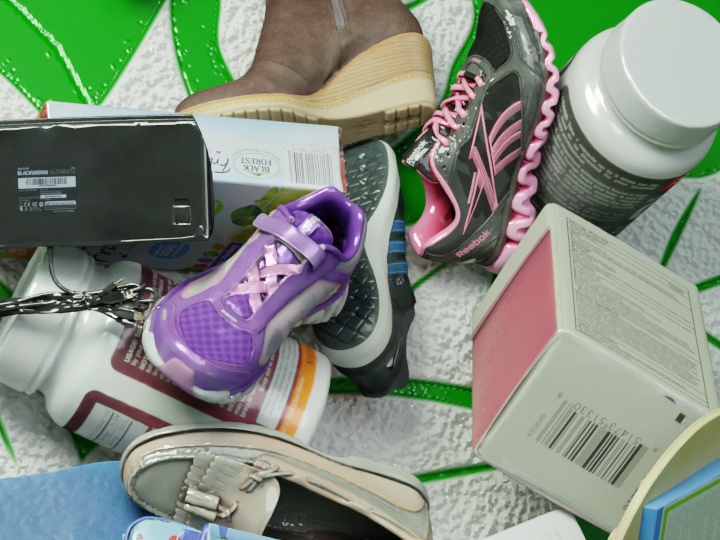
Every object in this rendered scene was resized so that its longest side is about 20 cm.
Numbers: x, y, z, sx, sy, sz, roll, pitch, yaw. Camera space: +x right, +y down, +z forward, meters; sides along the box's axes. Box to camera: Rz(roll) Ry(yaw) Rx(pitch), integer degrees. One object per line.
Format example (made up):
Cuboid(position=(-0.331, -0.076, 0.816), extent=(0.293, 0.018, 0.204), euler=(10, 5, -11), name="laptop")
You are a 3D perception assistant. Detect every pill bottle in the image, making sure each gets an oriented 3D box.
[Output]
Cuboid(position=(-0.129, 0.064, 1.594), extent=(0.199, 0.114, 0.115), euler=(27, 59, -12), name="pill bottle")
Cuboid(position=(0.178, -0.099, 1.756), extent=(0.113, 0.200, 0.115), euler=(9, 64, -20), name="pill bottle")

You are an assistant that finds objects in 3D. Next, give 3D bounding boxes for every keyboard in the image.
Cuboid(position=(-0.186, -0.028, 1.518), extent=(0.198, 0.021, 0.128), euler=(-2, 89, 6), name="keyboard")

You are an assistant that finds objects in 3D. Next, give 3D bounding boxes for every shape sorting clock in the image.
Cuboid(position=(0.203, 0.178, 1.579), extent=(0.039, 0.201, 0.200), euler=(27, 47, 38), name="shape sorting clock")

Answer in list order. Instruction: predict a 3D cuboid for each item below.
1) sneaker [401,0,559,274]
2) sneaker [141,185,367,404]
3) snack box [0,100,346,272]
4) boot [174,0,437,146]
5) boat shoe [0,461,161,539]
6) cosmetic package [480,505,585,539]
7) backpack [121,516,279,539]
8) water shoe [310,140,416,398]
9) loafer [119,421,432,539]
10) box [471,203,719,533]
Cuboid(position=(0.076, -0.093, 1.732), extent=(0.095, 0.079, 0.202), euler=(-1, 107, -24), name="sneaker")
Cuboid(position=(-0.058, 0.006, 1.545), extent=(0.080, 0.089, 0.200), euler=(42, 38, 6), name="sneaker")
Cuboid(position=(-0.126, -0.050, 1.629), extent=(0.198, 0.142, 0.053), euler=(4, 64, -23), name="snack box")
Cuboid(position=(-0.053, -0.158, 1.771), extent=(0.198, 0.073, 0.167), euler=(-9, 55, -16), name="boot")
Cuboid(position=(-0.182, 0.157, 1.558), extent=(0.198, 0.069, 0.085), euler=(8, 60, -20), name="boat shoe")
Cuboid(position=(0.049, 0.230, 1.603), extent=(0.199, 0.113, 0.082), euler=(-20, 76, -29), name="cosmetic package")
Cuboid(position=(-0.073, 0.214, 1.423), extent=(0.181, 0.200, 0.135), euler=(14, 53, -12), name="backpack")
Cuboid(position=(0.000, 0.000, 1.718), extent=(0.201, 0.071, 0.079), euler=(-85, 155, -42), name="water shoe")
Cuboid(position=(-0.047, 0.142, 1.533), extent=(0.198, 0.072, 0.063), euler=(11, 30, -17), name="loafer")
Cuboid(position=(0.152, 0.064, 1.670), extent=(0.127, 0.109, 0.200), euler=(30, 23, -11), name="box")
